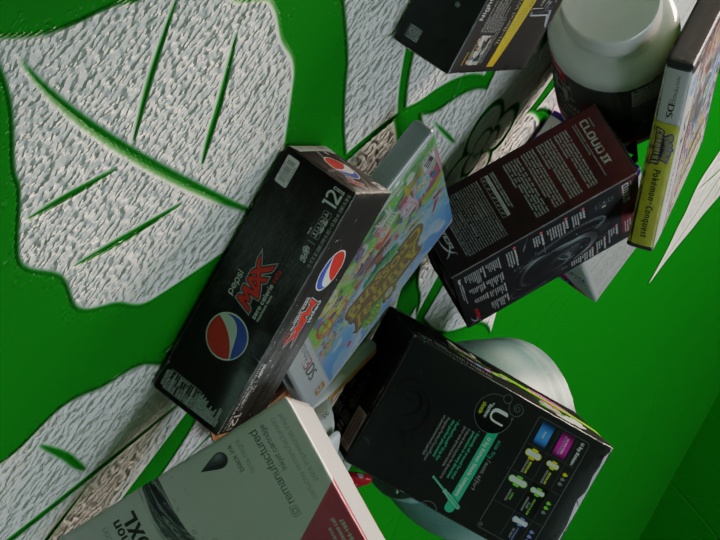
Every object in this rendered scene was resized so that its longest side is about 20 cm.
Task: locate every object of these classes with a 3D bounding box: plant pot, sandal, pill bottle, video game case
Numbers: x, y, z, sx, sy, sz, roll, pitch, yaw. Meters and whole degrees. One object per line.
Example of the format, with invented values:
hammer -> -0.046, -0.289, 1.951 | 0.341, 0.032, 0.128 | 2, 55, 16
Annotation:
plant pot -> 0.084, 0.157, 1.967 | 0.133, 0.200, 0.201 | 9, 118, -41
sandal -> -0.037, 0.134, 1.741 | 0.207, 0.059, 0.079 | -43, 178, -34
pill bottle -> 0.212, -0.187, 1.767 | 0.111, 0.110, 0.200 | -52, 163, -10
video game case -> 0.000, 0.000, 1.627 | 0.201, 0.022, 0.182 | -53, 162, -12
video game case -> 0.276, -0.142, 1.784 | 0.200, 0.025, 0.182 | -56, 158, -51

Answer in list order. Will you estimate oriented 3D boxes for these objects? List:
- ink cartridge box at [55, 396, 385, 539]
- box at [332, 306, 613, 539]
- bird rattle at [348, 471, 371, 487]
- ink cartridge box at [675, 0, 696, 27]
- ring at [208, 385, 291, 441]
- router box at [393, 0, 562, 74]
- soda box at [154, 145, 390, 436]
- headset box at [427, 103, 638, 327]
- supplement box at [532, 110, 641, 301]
ink cartridge box -> -0.092, 0.204, 1.487 | 0.199, 0.146, 0.084 | -32, 168, 6
box -> 0.089, 0.141, 1.805 | 0.125, 0.199, 0.149 | -60, -169, 4
bird rattle -> -0.089, 0.225, 1.801 | 0.163, 0.112, 0.200 | -53, 180, 36
ink cartridge box -> 0.322, -0.315, 1.949 | 0.200, 0.040, 0.200 | -55, 163, -4
ring -> -0.056, 0.051, 1.635 | 0.201, 0.019, 0.201 | -48, 160, -23
router box -> 0.118, -0.239, 1.514 | 0.201, 0.052, 0.157 | -61, 162, 18
soda box -> -0.062, 0.013, 1.473 | 0.201, 0.063, 0.071 | -59, 163, 14
headset box -> 0.153, -0.049, 1.800 | 0.199, 0.078, 0.149 | -31, 161, -1
supplement box -> 0.204, -0.057, 2.001 | 0.104, 0.101, 0.200 | -54, 163, -3
